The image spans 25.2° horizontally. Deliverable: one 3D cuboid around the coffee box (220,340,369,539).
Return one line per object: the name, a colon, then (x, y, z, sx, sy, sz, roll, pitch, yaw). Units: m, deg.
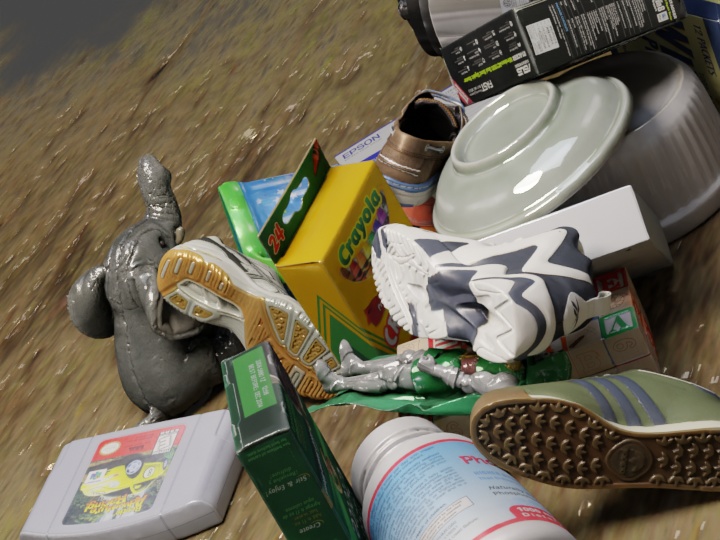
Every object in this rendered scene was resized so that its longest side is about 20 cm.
coffee box: (-0.035, 0.160, 1.151, 0.044, 0.200, 0.123, -25, 28, 3)

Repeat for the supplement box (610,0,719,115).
supplement box: (0.362, -0.246, 1.506, 0.200, 0.134, 0.200, -36, 31, -14)

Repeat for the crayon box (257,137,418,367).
crayon box: (0.000, 0.000, 1.355, 0.051, 0.200, 0.127, -5, 42, 34)

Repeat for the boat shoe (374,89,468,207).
boat shoe: (0.066, -0.121, 1.451, 0.072, 0.072, 0.200, 23, 27, 5)

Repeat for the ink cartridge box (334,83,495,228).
ink cartridge box: (0.089, -0.114, 1.625, 0.198, 0.047, 0.200, -31, 28, 0)

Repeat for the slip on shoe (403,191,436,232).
slip on shoe: (0.088, -0.046, 1.478, 0.074, 0.061, 0.200, -8, 38, -44)

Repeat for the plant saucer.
plant saucer: (0.131, -0.106, 1.348, 0.200, 0.050, 0.200, -34, 24, 18)

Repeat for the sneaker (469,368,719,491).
sneaker: (0.175, 0.107, 1.141, 0.200, 0.067, 0.090, 7, 22, -1)

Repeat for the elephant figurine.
elephant figurine: (-0.198, 0.025, 1.492, 0.141, 0.200, 0.155, -27, 30, 2)

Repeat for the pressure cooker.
pressure cooker: (0.129, -0.318, 1.744, 0.200, 0.176, 0.179, -2, -2, 23)

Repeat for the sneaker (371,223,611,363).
sneaker: (0.106, 0.006, 1.211, 0.130, 0.080, 0.199, -11, 16, -32)

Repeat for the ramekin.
ramekin: (0.228, -0.109, 1.438, 0.200, 0.105, 0.200, -21, 31, 13)

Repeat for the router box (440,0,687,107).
router box: (0.175, -0.210, 1.430, 0.150, 0.062, 0.200, -23, 4, -15)

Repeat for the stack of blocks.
stack of blocks: (0.131, 0.082, 1.271, 0.200, 0.059, 0.115, -21, 31, 13)

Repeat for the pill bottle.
pill bottle: (0.068, 0.181, 1.123, 0.109, 0.109, 0.200, -33, 31, -8)

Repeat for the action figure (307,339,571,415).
action figure: (0.066, 0.076, 1.217, 0.200, 0.055, 0.118, -3, 20, 28)

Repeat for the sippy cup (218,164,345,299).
sippy cup: (-0.055, -0.039, 1.555, 0.130, 0.140, 0.178, -20, 55, -5)

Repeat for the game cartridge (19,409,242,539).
game cartridge: (-0.198, 0.190, 1.406, 0.200, 0.041, 0.133, -14, 37, 24)

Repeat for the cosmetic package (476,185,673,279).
cosmetic package: (0.145, -0.003, 1.312, 0.200, 0.052, 0.151, -20, -11, 14)

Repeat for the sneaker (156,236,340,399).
sneaker: (-0.080, 0.032, 1.431, 0.076, 0.200, 0.088, -55, -6, 27)
